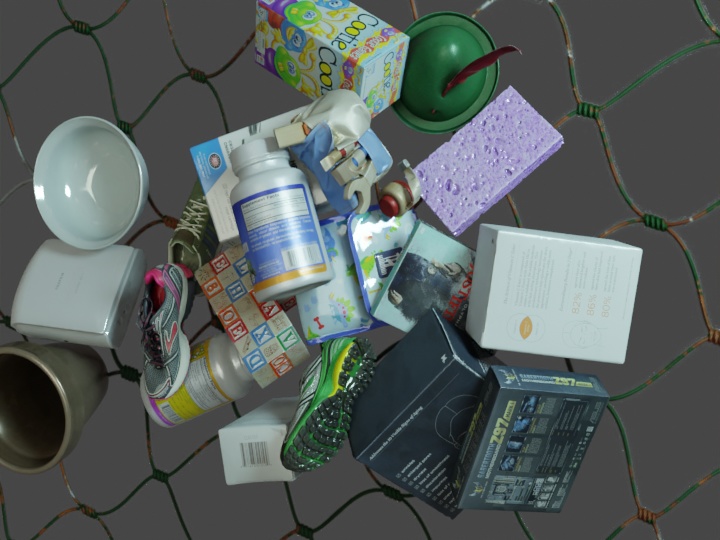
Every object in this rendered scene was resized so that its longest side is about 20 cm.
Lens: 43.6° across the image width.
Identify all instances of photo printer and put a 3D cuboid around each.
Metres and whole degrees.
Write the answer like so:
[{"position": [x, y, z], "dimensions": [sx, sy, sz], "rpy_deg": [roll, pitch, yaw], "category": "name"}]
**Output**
[{"position": [-0.455, 0.034, 1.434], "dimensions": [0.195, 0.070, 0.170], "rpy_deg": [6, 63, 17], "category": "photo printer"}]

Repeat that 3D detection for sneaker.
[{"position": [-0.299, 0.090, 1.327], "dimensions": [0.079, 0.074, 0.205], "rpy_deg": [7, 95, 26], "category": "sneaker"}, {"position": [-0.052, 0.180, 1.216], "dimensions": [0.084, 0.078, 0.202], "rpy_deg": [1, 51, 44], "category": "sneaker"}, {"position": [-0.253, -0.055, 1.386], "dimensions": [0.066, 0.090, 0.205], "rpy_deg": [13, 98, 16], "category": "sneaker"}]

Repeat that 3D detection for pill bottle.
[{"position": [-0.113, -0.069, 1.210], "dimensions": [0.110, 0.112, 0.204], "rpy_deg": [-18, 84, 17], "category": "pill bottle"}, {"position": [-0.235, 0.162, 1.391], "dimensions": [0.197, 0.104, 0.106], "rpy_deg": [-24, 88, 16], "category": "pill bottle"}]

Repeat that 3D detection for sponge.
[{"position": [0.171, -0.152, 1.245], "dimensions": [0.199, 0.030, 0.112], "rpy_deg": [-41, 67, 3], "category": "sponge"}]

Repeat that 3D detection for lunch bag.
[{"position": [0.000, 0.000, 1.301], "dimensions": [0.195, 0.127, 0.174], "rpy_deg": [-14, 92, 8], "category": "lunch bag"}]

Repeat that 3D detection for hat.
[{"position": [0.102, -0.284, 1.213], "dimensions": [0.198, 0.176, 0.167], "rpy_deg": [-35, 84, 16], "category": "hat"}]

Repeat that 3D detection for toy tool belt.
[{"position": [-0.023, -0.132, 1.203], "dimensions": [0.201, 0.123, 0.124], "rpy_deg": [52, 146, -7], "category": "toy tool belt"}]

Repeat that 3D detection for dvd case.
[{"position": [0.129, 0.037, 1.255], "dimensions": [0.197, 0.022, 0.148], "rpy_deg": [26, 97, -22], "category": "dvd case"}]

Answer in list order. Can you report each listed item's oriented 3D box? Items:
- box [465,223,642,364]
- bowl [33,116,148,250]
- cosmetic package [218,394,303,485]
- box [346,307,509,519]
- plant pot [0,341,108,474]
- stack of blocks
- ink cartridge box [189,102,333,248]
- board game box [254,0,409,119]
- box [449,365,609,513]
[{"position": [0.253, 0.028, 1.198], "dimensions": [0.195, 0.106, 0.156], "rpy_deg": [7, 97, -5], "category": "box"}, {"position": [-0.410, -0.138, 1.428], "dimensions": [0.196, 0.090, 0.206], "rpy_deg": [1, 95, 18], "category": "bowl"}, {"position": [-0.113, 0.241, 1.311], "dimensions": [0.110, 0.199, 0.083], "rpy_deg": [-8, 92, 20], "category": "cosmetic package"}, {"position": [0.112, 0.199, 1.234], "dimensions": [0.195, 0.125, 0.200], "rpy_deg": [36, 106, -29], "category": "box"}, {"position": [-0.494, 0.191, 1.428], "dimensions": [0.196, 0.175, 0.205], "rpy_deg": [5, 106, 17], "category": "plant pot"}, {"position": [-0.149, 0.055, 1.323], "dimensions": [0.114, 0.059, 0.201], "rpy_deg": [-32, 60, -5], "category": "stack of blocks"}, {"position": [-0.129, -0.138, 1.313], "dimensions": [0.196, 0.084, 0.149], "rpy_deg": [-20, 86, 0], "category": "ink cartridge box"}, {"position": [-0.043, -0.308, 1.260], "dimensions": [0.198, 0.103, 0.106], "rpy_deg": [35, 143, 21], "category": "board game box"}, {"position": [0.216, 0.223, 1.171], "dimensions": [0.154, 0.051, 0.204], "rpy_deg": [5, 118, -16], "category": "box"}]
